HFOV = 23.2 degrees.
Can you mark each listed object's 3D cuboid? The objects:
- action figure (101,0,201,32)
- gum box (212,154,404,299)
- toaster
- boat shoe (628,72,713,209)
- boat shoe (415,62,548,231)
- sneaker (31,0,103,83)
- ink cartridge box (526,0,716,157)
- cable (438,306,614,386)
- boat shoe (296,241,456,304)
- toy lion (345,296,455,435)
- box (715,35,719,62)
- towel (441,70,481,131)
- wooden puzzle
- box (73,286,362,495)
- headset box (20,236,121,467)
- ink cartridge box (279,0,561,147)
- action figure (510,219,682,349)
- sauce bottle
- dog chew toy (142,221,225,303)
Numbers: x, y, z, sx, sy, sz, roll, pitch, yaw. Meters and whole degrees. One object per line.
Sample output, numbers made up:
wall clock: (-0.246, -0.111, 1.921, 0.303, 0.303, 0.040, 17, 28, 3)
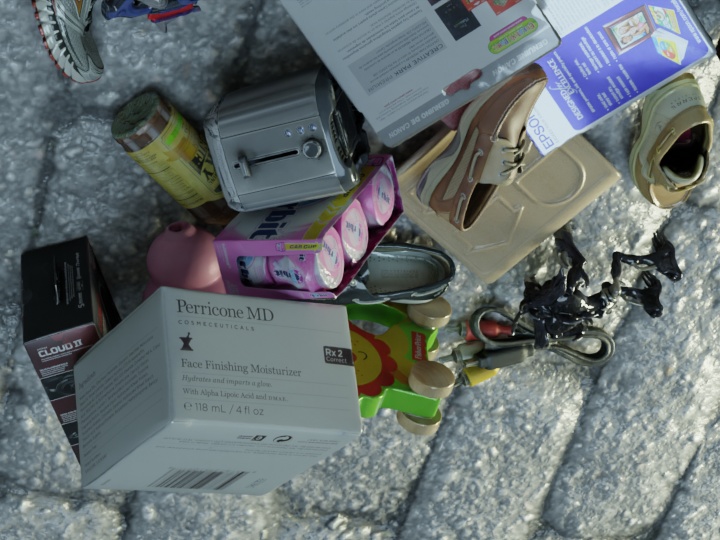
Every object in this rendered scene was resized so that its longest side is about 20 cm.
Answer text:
action figure: (-0.153, -0.303, 1.573, 0.200, 0.105, 0.194, -14, 140, -36)
gum box: (-0.049, -0.040, 1.677, 0.113, 0.200, 0.066, -2, 117, 24)
toaster: (-0.067, -0.128, 1.655, 0.129, 0.200, 0.114, -13, 107, 10)
boat shoe: (0.317, -0.114, 1.774, 0.074, 0.067, 0.200, -20, 149, -4)
boat shoe: (0.128, -0.116, 1.675, 0.076, 0.072, 0.200, -23, 156, -41)
sneaker: (-0.256, -0.257, 1.573, 0.082, 0.078, 0.200, -12, 128, -5)
ink cartridge box: (0.205, -0.239, 1.679, 0.200, 0.043, 0.198, -31, 113, 14)
cable: (0.184, 0.073, 1.945, 0.199, 0.050, 0.097, -10, 111, -20)
boat shoe: (0.000, 0.000, 1.811, 0.199, 0.076, 0.060, -5, 167, -19)
toy lion: (-0.003, 0.085, 1.807, 0.191, 0.200, 0.069, 14, 123, -7)
box: (0.463, -0.248, 1.672, 0.164, 0.166, 0.200, 3, 125, -13)
towel: (0.059, -0.242, 1.646, 0.200, 0.023, 0.144, 38, 116, -10)
wooden puzzle: (0.140, -0.097, 1.796, 0.185, 0.046, 0.200, -40, 127, 18)
box: (-0.136, 0.117, 1.629, 0.198, 0.131, 0.200, 6, 153, -31)
headset box: (-0.281, 0.077, 1.769, 0.077, 0.149, 0.200, -16, 127, -1)
ink cartridge box: (0.060, -0.238, 1.587, 0.200, 0.084, 0.176, -29, 107, 23)
action figure: (0.234, 0.016, 1.864, 0.199, 0.102, 0.119, -10, 131, -24)
sauce bottle: (-0.159, -0.091, 1.726, 0.065, 0.065, 0.200, -35, 127, 14)
dog chew toy: (-0.167, 0.043, 1.790, 0.124, 0.125, 0.201, -11, 120, -3)
